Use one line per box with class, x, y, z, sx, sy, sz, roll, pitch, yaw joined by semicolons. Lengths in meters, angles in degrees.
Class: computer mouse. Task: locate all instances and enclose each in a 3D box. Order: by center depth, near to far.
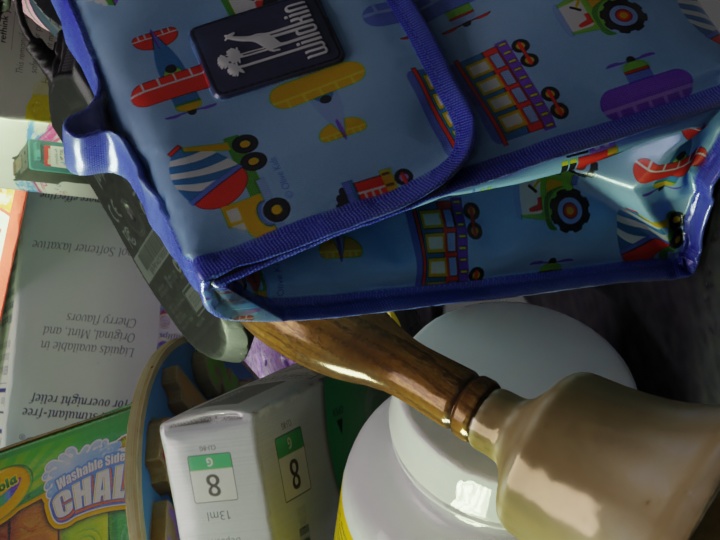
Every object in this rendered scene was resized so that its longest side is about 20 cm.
computer mouse;-0.080;-0.068;0.797;0.200;0.046;0.140;55;159;9

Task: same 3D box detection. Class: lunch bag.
lunch bag;-0.001;-0.060;0.695;0.094;0.199;0.151;101;148;-50

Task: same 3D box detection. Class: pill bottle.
pill bottle;0.044;0.110;0.809;0.201;0.112;0.113;97;152;-45

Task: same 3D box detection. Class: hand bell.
hand bell;0.029;0.042;0.689;0.199;0.104;0.105;28;136;23

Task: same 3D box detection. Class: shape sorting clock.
shape sorting clock;-0.050;0.125;0.953;0.200;0.039;0.201;49;-150;-43

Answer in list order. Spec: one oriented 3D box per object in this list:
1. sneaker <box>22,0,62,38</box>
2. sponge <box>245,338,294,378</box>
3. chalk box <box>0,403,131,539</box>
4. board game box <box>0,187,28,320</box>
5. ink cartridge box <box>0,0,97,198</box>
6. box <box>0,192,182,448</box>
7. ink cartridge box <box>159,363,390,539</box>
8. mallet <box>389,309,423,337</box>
sneaker;-0.114;-0.126;0.938;0.200;0.070;0.082;50;170;46
sponge;-0.042;0.017;1.105;0.200;0.030;0.112;108;144;-56
chalk box;-0.107;0.144;1.020;0.124;0.124;0.201;41;-145;-50
board game box;-0.209;-0.036;1.168;0.200;0.046;0.152;111;162;-46
ink cartridge box;-0.154;-0.102;1.045;0.067;0.199;0.117;112;161;-58
box;-0.150;0.052;1.209;0.184;0.104;0.201;166;109;-77
ink cartridge box;-0.015;0.142;0.916;0.161;0.050;0.201;-21;-80;-68
mallet;0.000;0.000;0.939;0.066;0.041;0.201;-11;97;30
